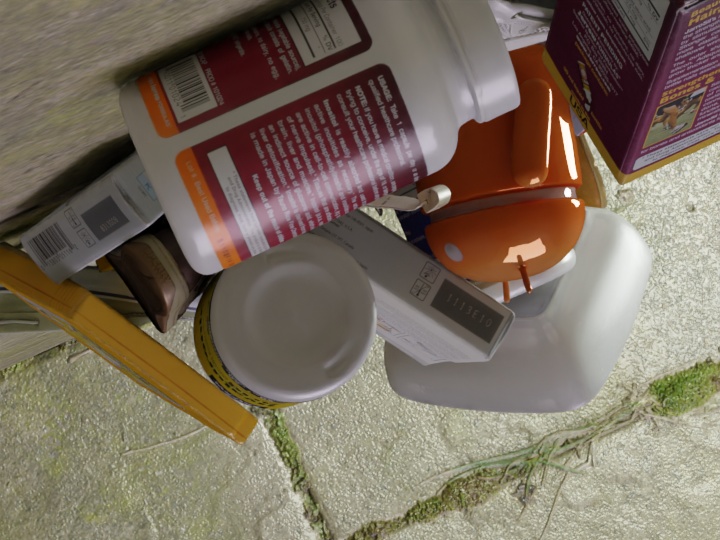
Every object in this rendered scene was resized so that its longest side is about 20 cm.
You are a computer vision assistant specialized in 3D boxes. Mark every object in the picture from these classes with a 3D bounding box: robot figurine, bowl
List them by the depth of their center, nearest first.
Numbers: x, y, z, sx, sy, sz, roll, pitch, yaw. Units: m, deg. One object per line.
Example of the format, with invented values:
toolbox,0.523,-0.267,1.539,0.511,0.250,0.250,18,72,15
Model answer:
robot figurine,0.091,-0.080,1.402,0.143,0.202,0.116,-13,175,38
bowl,0.120,0.018,1.663,0.198,0.075,0.201,2,-133,31

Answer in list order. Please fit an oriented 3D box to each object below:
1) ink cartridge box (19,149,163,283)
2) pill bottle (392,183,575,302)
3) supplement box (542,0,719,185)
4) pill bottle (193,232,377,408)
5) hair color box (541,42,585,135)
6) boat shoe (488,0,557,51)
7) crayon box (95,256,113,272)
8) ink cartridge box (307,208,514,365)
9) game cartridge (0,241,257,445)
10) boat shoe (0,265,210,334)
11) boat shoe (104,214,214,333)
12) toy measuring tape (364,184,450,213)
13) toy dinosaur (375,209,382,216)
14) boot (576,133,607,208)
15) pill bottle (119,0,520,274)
ink cartridge box,-0.126,-0.080,1.412,0.200,0.047,0.160,-44,-171,-33
pill bottle,0.076,-0.073,1.555,0.115,0.201,0.116,-23,179,0
supplement box,0.191,-0.156,1.163,0.130,0.104,0.200,-23,158,-15
pill bottle,-0.058,0.039,1.415,0.111,0.112,0.200,-24,178,-11
hair color box,0.170,-0.167,1.498,0.064,0.112,0.200,-25,179,1
boat shoe,0.143,-0.181,1.266,0.199,0.071,0.069,-22,178,-30
crayon box,-0.117,-0.060,1.640,0.172,0.059,0.200,-25,179,9
ink cartridge box,0.000,0.000,1.493,0.044,0.199,0.174,-58,-171,-9
game cartridge,-0.179,0.054,1.519,0.033,0.176,0.200,-54,-152,-6
boat shoe,-0.211,0.028,1.655,0.198,0.063,0.072,3,-177,18
boat shoe,-0.127,-0.008,1.418,0.072,0.072,0.200,-36,180,-11
toy measuring tape,-0.042,-0.078,1.218,0.198,0.074,0.073,7,-169,21
toy dinosaur,0.065,-0.094,1.743,0.086,0.199,0.136,116,-8,-50
boot,0.108,-0.099,1.695,0.143,0.202,0.071,-32,-150,1
pill bottle,-0.020,-0.086,1.105,0.199,0.114,0.113,-24,179,-2
